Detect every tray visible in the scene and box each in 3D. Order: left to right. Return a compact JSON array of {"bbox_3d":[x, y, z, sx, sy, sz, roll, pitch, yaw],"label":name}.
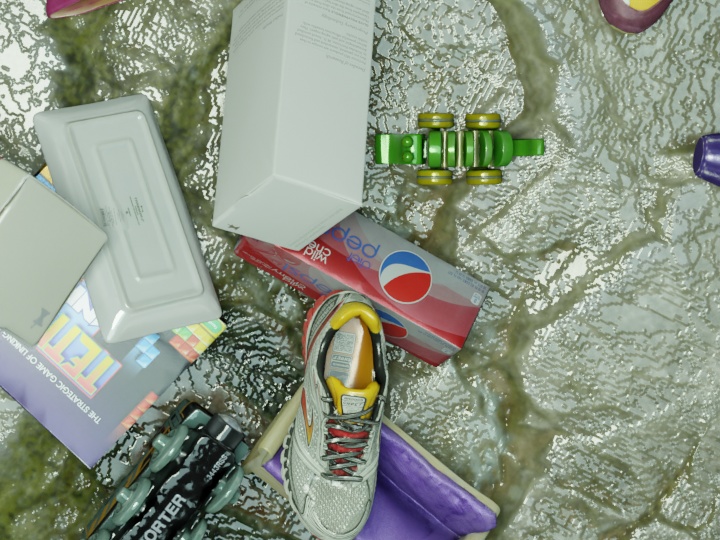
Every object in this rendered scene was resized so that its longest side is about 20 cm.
[{"bbox_3d":[-0.185,-0.046,1.703,0.107,0.022,0.200,-14,78,-29],"label":"tray"}]

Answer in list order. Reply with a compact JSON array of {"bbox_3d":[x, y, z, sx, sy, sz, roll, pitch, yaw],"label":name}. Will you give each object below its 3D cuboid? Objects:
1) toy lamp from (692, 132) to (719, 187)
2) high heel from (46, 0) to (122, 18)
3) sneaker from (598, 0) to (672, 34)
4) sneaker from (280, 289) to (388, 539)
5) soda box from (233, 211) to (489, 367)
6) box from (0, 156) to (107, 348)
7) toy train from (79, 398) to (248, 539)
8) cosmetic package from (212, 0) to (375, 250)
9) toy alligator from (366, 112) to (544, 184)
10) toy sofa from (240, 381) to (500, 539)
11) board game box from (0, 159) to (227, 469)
[{"bbox_3d":[0.379,-0.082,1.776,0.200,0.058,0.058,7,94,-4],"label":"toy lamp"},{"bbox_3d":[-0.159,-0.224,1.688,0.200,0.067,0.096,17,85,32],"label":"high heel"},{"bbox_3d":[0.252,-0.290,1.734,0.075,0.090,0.200,21,92,-6],"label":"sneaker"},{"bbox_3d":[-0.019,0.115,1.656,0.078,0.082,0.200,1,89,-10],"label":"sneaker"},{"bbox_3d":[0.000,0.000,1.737,0.200,0.070,0.063,29,69,-6],"label":"soda box"},{"bbox_3d":[-0.318,-0.046,1.637,0.200,0.128,0.109,29,83,31],"label":"box"},{"bbox_3d":[-0.166,0.194,1.723,0.085,0.114,0.200,37,92,-13],"label":"toy train"},{"bbox_3d":[-0.052,-0.131,1.664,0.085,0.108,0.200,16,63,-27],"label":"cosmetic package"},{"bbox_3d":[0.056,-0.100,1.749,0.200,0.054,0.059,0,94,-5],"label":"toy alligator"},{"bbox_3d":[0.009,0.181,1.732,0.200,0.098,0.083,41,59,-7],"label":"toy sofa"},{"bbox_3d":[-0.236,0.034,1.735,0.200,0.057,0.165,43,89,-6],"label":"board game box"}]
